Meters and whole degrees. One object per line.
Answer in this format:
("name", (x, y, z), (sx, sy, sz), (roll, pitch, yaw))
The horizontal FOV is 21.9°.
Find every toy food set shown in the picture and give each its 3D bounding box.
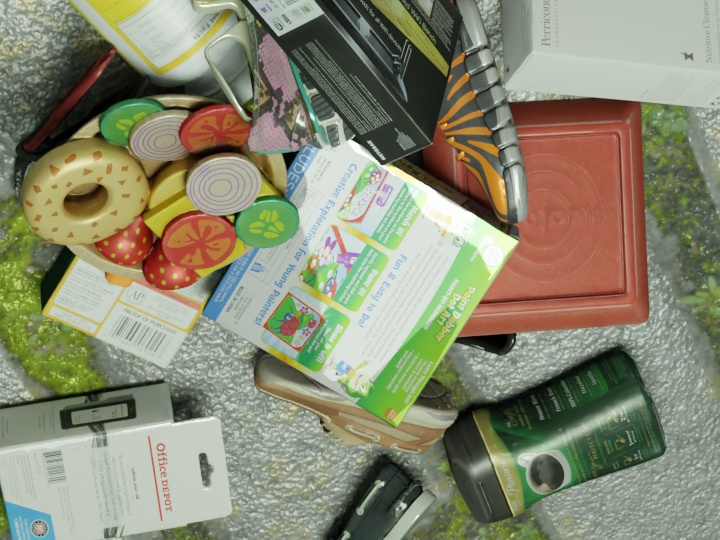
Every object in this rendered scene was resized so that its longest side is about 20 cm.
("toy food set", (-0.151, -0.061, 1.467), (0.197, 0.049, 0.200), (-31, 132, 16))

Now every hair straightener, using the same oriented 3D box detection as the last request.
("hair straightener", (-0.224, -0.102, 1.506), (0.077, 0.041, 0.200), (38, 135, -15))

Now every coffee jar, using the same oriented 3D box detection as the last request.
("coffee jar", (0.180, 0.159, 1.752), (0.199, 0.086, 0.105), (-22, 124, 1))

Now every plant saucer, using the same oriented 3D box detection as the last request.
("plant saucer", (0.157, -0.046, 1.612), (0.198, 0.037, 0.202), (-4, 93, -9))

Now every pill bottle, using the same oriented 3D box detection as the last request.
("pill bottle", (-0.157, -0.216, 1.455), (0.112, 0.112, 0.200), (-37, 122, 11))

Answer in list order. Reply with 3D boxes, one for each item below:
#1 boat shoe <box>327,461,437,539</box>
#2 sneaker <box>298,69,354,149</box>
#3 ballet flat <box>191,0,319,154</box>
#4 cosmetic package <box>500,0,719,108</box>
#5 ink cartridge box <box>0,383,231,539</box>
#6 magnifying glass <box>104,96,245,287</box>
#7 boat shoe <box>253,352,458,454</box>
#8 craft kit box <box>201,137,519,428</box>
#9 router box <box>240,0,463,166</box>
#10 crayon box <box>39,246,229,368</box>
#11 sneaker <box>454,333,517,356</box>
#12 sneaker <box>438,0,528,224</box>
("boat shoe", (0.000, 0.262, 1.790), (0.060, 0.076, 0.200), (43, 119, 11))
("sneaker", (-0.037, -0.198, 1.478), (0.077, 0.080, 0.202), (-12, 97, 13))
("ballet flat", (-0.086, -0.183, 1.395), (0.071, 0.069, 0.201), (-14, 83, -5))
("cosmetic package", (0.219, -0.204, 1.529), (0.198, 0.114, 0.081), (3, 163, -15))
("ink cartridge box", (-0.223, 0.175, 1.681), (0.198, 0.068, 0.117), (-8, 121, -6))
("magnifying glass", (-0.158, -0.061, 1.512), (0.079, 0.022, 0.200), (15, 130, -26))
("boat shoe", (-0.009, 0.127, 1.705), (0.199, 0.076, 0.072), (17, 117, -18))
("craft kit box", (0.000, 0.000, 1.560), (0.197, 0.049, 0.201), (32, 107, -4))
("router box", (-0.008, -0.204, 1.397), (0.052, 0.158, 0.200), (-21, 125, 32))
("crayon box", (-0.173, -0.027, 1.596), (0.125, 0.052, 0.201), (25, 112, -23))
("sneaker", (0.060, 0.014, 1.647), (0.199, 0.080, 0.072), (24, 113, -23))
("sneaker", (0.069, -0.124, 1.549), (0.111, 0.078, 0.201), (-17, 82, 7))
